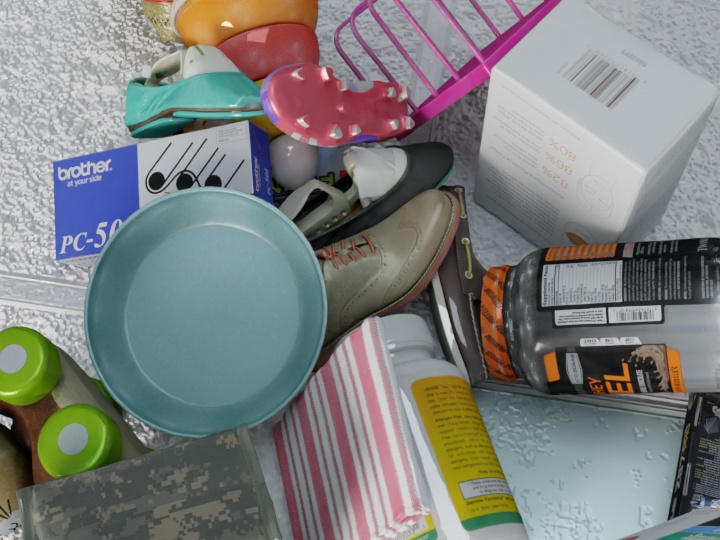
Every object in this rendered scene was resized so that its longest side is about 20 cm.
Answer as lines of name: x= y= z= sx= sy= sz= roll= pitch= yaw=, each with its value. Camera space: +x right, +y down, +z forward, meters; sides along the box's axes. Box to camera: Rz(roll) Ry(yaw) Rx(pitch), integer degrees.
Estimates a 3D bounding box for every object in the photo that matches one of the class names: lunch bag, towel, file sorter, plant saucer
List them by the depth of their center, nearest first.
lunch bag: x=-0.133 y=0.220 z=0.742 sx=0.163 sy=0.201 sz=0.118 roll=-15 pitch=48 yaw=-12
towel: x=-0.010 y=0.143 z=0.785 sx=0.030 sy=0.200 sz=0.147 roll=1 pitch=58 yaw=-28
plant saucer: x=-0.123 y=0.034 z=0.851 sx=0.198 sy=0.036 sz=0.202 roll=-1 pitch=82 yaw=6
file sorter: x=0.079 y=-0.232 z=0.954 sx=0.139 sy=0.200 sz=0.126 roll=-43 pitch=97 yaw=-21

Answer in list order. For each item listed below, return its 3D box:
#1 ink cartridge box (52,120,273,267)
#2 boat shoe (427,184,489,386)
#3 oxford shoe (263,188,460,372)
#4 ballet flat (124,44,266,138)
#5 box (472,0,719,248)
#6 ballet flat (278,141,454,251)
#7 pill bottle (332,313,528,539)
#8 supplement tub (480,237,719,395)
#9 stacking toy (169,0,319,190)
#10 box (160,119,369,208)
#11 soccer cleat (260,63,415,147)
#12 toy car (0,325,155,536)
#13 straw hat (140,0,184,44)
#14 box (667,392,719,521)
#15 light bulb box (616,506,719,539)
ink cartridge box: x=-0.176 y=-0.064 z=0.928 sx=0.198 sy=0.044 sz=0.095 roll=-9 pitch=78 yaw=19
boat shoe: x=0.086 y=0.008 z=0.921 sx=0.059 sy=0.072 sz=0.201 roll=-12 pitch=57 yaw=-2
oxford shoe: x=0.000 y=0.000 z=0.881 sx=0.200 sy=0.075 sz=0.070 roll=-46 pitch=41 yaw=3
ballet flat: x=-0.149 y=-0.159 z=0.917 sx=0.067 sy=0.199 sz=0.071 roll=-7 pitch=95 yaw=-42
box: x=0.193 y=-0.104 z=0.905 sx=0.152 sy=0.200 sz=0.106 roll=39 pitch=70 yaw=18
ballet flat: x=-0.010 y=-0.062 z=0.924 sx=0.199 sy=0.068 sz=0.068 roll=-35 pitch=45 yaw=5
pill bottle: x=0.046 y=0.141 z=0.826 sx=0.112 sy=0.113 sz=0.201 roll=-17 pitch=63 yaw=-8
supplement tub: x=0.205 y=0.039 z=0.855 sx=0.198 sy=0.123 sz=0.123 roll=-4 pitch=60 yaw=21
stacking toy: x=-0.086 y=-0.168 z=0.961 sx=0.145 sy=0.146 sz=0.202 roll=-14 pitch=79 yaw=-7
box: x=-0.090 y=-0.105 z=1.002 sx=0.198 sy=0.035 sz=0.111 roll=-4 pitch=62 yaw=-1
soccer cleat: x=-0.029 y=-0.136 z=0.897 sx=0.076 sy=0.199 sz=0.067 roll=-6 pitch=92 yaw=35
toy car: x=-0.266 y=0.168 z=0.796 sx=0.200 sy=0.164 sz=0.158 roll=-41 pitch=68 yaw=-9
straw hat: x=-0.179 y=-0.275 z=1.062 sx=0.199 sy=0.086 sz=0.202 roll=-2 pitch=33 yaw=1
box: x=0.356 y=0.174 z=0.841 sx=0.198 sy=0.049 sz=0.162 roll=14 pitch=65 yaw=9
light bulb box: x=0.252 y=0.266 z=0.684 sx=0.124 sy=0.198 sz=0.201 roll=-18 pitch=80 yaw=-10
